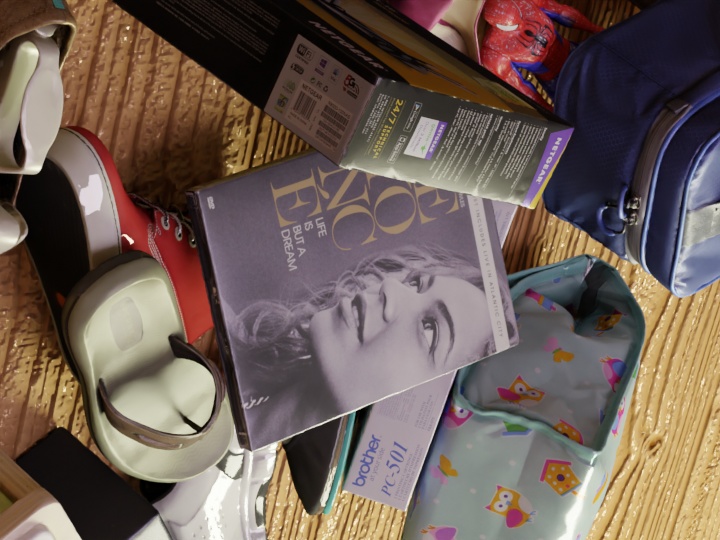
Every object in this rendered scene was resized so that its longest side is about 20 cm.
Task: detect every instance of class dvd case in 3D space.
[{"bbox_3d":[0.000,0.000,1.486,0.200,0.016,0.149,-20,105,-36],"label":"dvd case"}]

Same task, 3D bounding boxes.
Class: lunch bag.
[{"bbox_3d":[0.211,-0.079,1.600,0.200,0.132,0.136,-32,142,-35],"label":"lunch bag"},{"bbox_3d":[0.104,0.100,1.687,0.200,0.122,0.171,-64,173,-53],"label":"lunch bag"}]

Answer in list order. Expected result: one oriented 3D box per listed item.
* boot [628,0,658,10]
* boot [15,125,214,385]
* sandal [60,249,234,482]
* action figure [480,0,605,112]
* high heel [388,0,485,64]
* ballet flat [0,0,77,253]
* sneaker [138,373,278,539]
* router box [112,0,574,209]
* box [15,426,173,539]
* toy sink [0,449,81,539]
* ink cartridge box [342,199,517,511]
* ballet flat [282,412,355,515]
[{"bbox_3d":[0.168,-0.261,1.566,0.200,0.064,0.187,29,97,-46],"label":"boot"},{"bbox_3d":[-0.107,-0.029,1.455,0.144,0.072,0.200,-36,145,-21],"label":"boot"},{"bbox_3d":[-0.110,0.065,1.434,0.080,0.057,0.201,-42,151,-13],"label":"sandal"},{"bbox_3d":[0.125,-0.123,1.618,0.200,0.052,0.066,31,88,-53],"label":"action figure"},{"bbox_3d":[0.056,-0.126,1.521,0.067,0.096,0.200,-38,138,-22],"label":"high heel"},{"bbox_3d":[-0.189,-0.057,1.350,0.068,0.072,0.200,6,113,-45],"label":"ballet flat"},{"bbox_3d":[-0.098,0.147,1.600,0.080,0.074,0.201,-11,121,-22],"label":"sneaker"},{"bbox_3d":[-0.010,-0.108,1.389,0.157,0.200,0.052,10,111,-48],"label":"router box"},{"bbox_3d":[-0.190,0.229,1.528,0.200,0.104,0.182,-40,137,-17],"label":"box"},{"bbox_3d":[-0.213,0.167,1.387,0.130,0.200,0.112,-39,139,-16],"label":"toy sink"},{"bbox_3d":[0.040,0.036,1.612,0.044,0.094,0.200,19,102,-4],"label":"ink cartridge box"},{"bbox_3d":[-0.021,0.046,1.597,0.068,0.068,0.201,18,96,-6],"label":"ballet flat"}]
